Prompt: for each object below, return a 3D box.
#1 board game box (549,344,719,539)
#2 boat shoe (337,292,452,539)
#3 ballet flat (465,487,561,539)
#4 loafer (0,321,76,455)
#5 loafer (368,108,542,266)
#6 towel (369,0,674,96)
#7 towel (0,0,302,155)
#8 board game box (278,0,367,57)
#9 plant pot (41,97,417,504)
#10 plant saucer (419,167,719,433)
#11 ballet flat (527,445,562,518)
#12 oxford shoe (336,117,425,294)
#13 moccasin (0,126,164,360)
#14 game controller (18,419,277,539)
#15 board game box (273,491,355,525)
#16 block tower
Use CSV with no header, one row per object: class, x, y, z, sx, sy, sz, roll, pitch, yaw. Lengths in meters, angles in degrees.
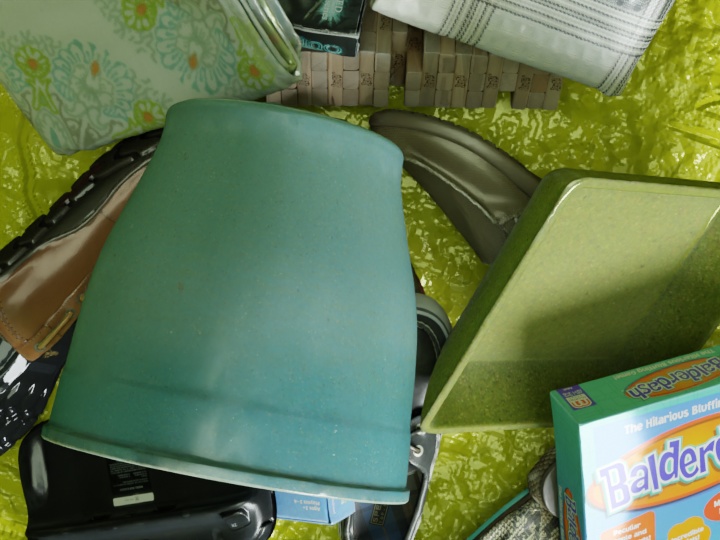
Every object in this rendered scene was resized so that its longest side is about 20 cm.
board game box,0.202,0.153,0.837,0.150,0.045,0.202,-14,116,-12
boat shoe,0.024,0.113,0.849,0.068,0.057,0.202,7,116,-5
ballet flat,0.061,0.221,0.880,0.199,0.068,0.076,-31,71,2
loafer,-0.234,0.051,0.879,0.070,0.068,0.201,41,100,32
loafer,0.087,-0.039,0.852,0.199,0.076,0.068,29,91,-2
towel,0.100,-0.210,0.736,0.198,0.035,0.194,20,124,-8
towel,-0.146,-0.156,0.748,0.198,0.048,0.172,-11,124,29
board game box,-0.048,-0.238,0.819,0.134,0.028,0.202,12,72,0
plant pot,-0.054,0.014,0.715,0.198,0.200,0.190,11,84,0
plant saucer,0.144,0.012,0.805,0.198,0.048,0.201,1,132,-34
ballet flat,0.201,0.113,0.875,0.198,0.046,0.068,-19,105,-10
oxford shoe,0.000,0.000,0.858,0.070,0.075,0.202,-21,96,1
moccasin,-0.142,-0.026,0.805,0.201,0.073,0.078,-45,114,-13
game controller,-0.144,0.139,0.860,0.198,0.042,0.106,-13,78,28
board game box,-0.081,0.057,0.854,0.150,0.036,0.203,0,96,30
block tower,0.030,-0.141,0.844,0.197,0.058,0.055,2,57,0
